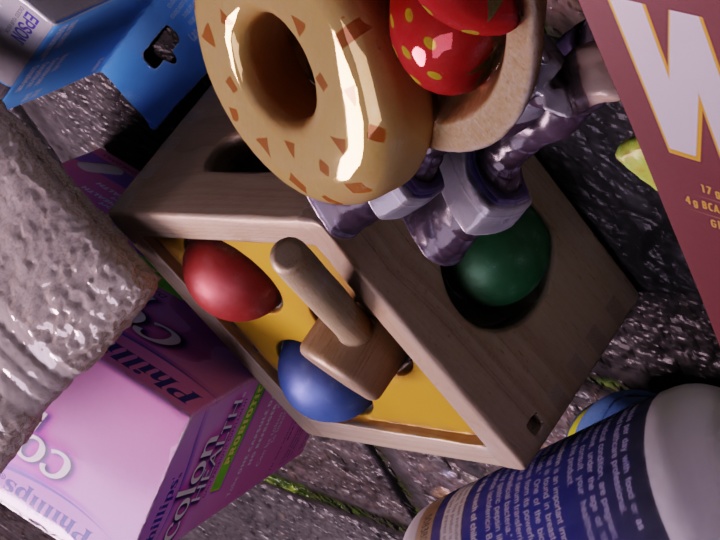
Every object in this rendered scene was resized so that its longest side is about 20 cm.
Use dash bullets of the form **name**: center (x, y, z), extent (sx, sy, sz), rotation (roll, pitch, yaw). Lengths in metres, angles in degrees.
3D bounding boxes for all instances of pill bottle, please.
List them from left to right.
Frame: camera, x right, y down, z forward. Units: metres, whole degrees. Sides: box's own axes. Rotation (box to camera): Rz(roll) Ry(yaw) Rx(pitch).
- **pill bottle**: center (0.124, 0.116, 0.963), extent (0.200, 0.116, 0.116), rotation (-30, 116, 31)

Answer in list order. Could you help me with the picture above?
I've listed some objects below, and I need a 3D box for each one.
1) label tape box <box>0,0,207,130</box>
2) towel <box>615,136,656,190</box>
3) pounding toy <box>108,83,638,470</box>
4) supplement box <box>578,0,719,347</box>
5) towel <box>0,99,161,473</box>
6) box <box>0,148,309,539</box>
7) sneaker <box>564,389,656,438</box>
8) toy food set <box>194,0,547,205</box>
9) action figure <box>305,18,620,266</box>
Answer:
- **label tape box**: center (-0.167, -0.133, 1.051), extent (0.200, 0.066, 0.143), rotation (41, 156, -7)
- **towel**: center (0.195, -0.014, 0.823), extent (0.144, 0.023, 0.200), rotation (45, 155, -21)
- **pounding toy**: center (0.000, 0.000, 0.968), extent (0.200, 0.142, 0.184), rotation (4, 142, 52)
- **supplement box**: center (0.161, -0.089, 0.503), extent (0.133, 0.200, 0.197), rotation (17, 150, 38)
- **towel**: center (-0.191, -0.019, 1.017), extent (0.200, 0.133, 0.034), rotation (47, -162, 14)
- **box**: center (-0.124, 0.038, 1.130), extent (0.176, 0.200, 0.097), rotation (31, 114, 15)
- **sneaker**: center (0.180, 0.131, 1.053), extent (0.200, 0.066, 0.078), rotation (42, 163, -9)
- **toy food set**: center (-0.023, -0.115, 0.667), extent (0.198, 0.049, 0.200), rotation (57, 159, -6)
- **action figure**: center (0.066, -0.065, 0.758), extent (0.200, 0.130, 0.069), rotation (-27, 75, 41)
